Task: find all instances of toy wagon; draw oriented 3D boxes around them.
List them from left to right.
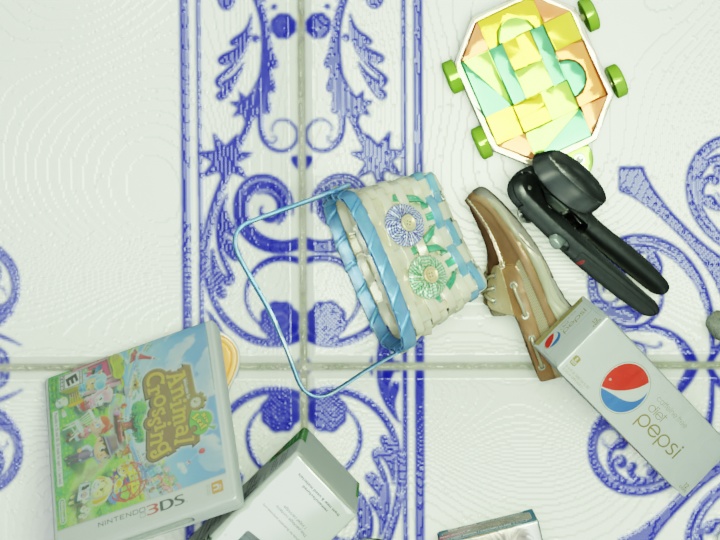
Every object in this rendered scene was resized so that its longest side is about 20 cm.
[{"bbox_3d":[0.175,-0.161,1.513,0.154,0.040,0.201,-24,92,3],"label":"toy wagon"}]

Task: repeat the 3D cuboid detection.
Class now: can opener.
[{"bbox_3d":[0.215,-0.028,1.494,0.200,0.078,0.063,46,68,-17],"label":"can opener"}]

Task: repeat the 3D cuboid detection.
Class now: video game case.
[{"bbox_3d":[-0.205,0.157,1.478,0.181,0.022,0.201,-19,52,9],"label":"video game case"}]

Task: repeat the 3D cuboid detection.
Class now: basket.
[{"bbox_3d":[0.000,0.000,1.475,0.199,0.139,0.177,-27,93,-7],"label":"basket"}]

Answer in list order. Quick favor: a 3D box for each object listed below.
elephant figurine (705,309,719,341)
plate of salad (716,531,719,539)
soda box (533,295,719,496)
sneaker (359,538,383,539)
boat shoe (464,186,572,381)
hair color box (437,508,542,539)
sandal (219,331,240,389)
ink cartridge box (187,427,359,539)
[{"bbox_3d":[0.433,0.125,1.490,0.198,0.156,0.142,-6,136,12],"label":"elephant figurine"},{"bbox_3d":[0.436,0.293,1.523,0.198,0.048,0.202,0,92,2],"label":"plate of salad"},{"bbox_3d":[0.253,0.117,1.477,0.068,0.064,0.200,-45,114,2],"label":"soda box"},{"bbox_3d":[0.048,0.347,1.522,0.075,0.076,0.201,-31,90,4],"label":"sneaker"},{"bbox_3d":[0.148,0.016,1.506,0.071,0.076,0.201,-31,90,5],"label":"boat shoe"},{"bbox_3d":[0.144,0.341,1.527,0.099,0.061,0.202,-14,92,2],"label":"hair color box"},{"bbox_3d":[-0.186,0.150,1.527,0.079,0.059,0.208,28,93,0],"label":"sandal"},{"bbox_3d":[-0.099,0.253,1.487,0.200,0.147,0.083,-44,92,4],"label":"ink cartridge box"}]
